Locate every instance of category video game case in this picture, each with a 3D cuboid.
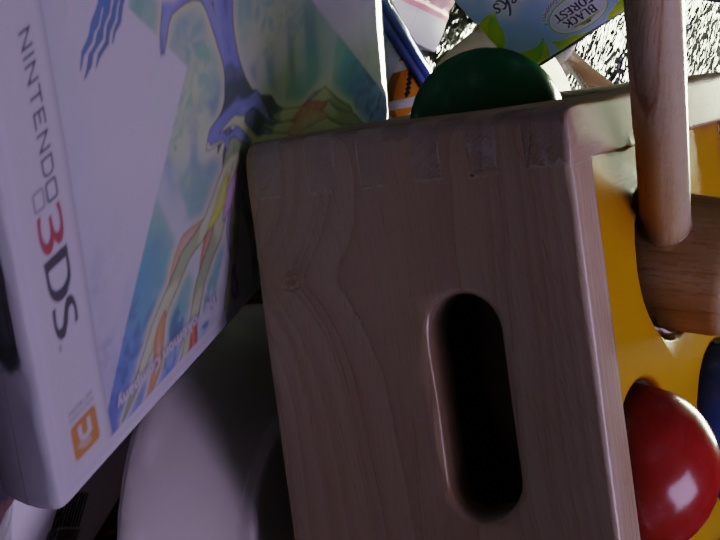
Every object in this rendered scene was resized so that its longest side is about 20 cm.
[{"bbox_3d":[-0.047,-0.065,0.603,0.200,0.022,0.183,-50,145,-46],"label":"video game case"}]

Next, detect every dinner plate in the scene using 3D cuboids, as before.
[{"bbox_3d":[-0.004,0.106,0.691,0.200,0.024,0.201,31,52,-49],"label":"dinner plate"}]

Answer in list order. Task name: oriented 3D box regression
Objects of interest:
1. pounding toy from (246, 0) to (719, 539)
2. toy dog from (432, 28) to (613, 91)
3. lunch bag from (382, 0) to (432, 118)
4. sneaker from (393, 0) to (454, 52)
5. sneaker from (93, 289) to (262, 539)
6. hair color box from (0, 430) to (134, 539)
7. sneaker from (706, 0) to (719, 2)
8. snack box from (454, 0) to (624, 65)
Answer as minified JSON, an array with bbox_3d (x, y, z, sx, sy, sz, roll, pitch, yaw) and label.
[{"bbox_3d":[0.064,0.006,0.653,0.184,0.142,0.200,-18,102,-62],"label":"pounding toy"},{"bbox_3d":[0.076,-0.071,1.038,0.200,0.132,0.096,-38,112,-40],"label":"toy dog"},{"bbox_3d":[-0.059,-0.069,0.741,0.160,0.076,0.200,-34,146,1],"label":"lunch bag"},{"bbox_3d":[-0.001,-0.151,0.874,0.105,0.075,0.200,-68,161,5],"label":"sneaker"},{"bbox_3d":[-0.083,0.092,0.736,0.200,0.075,0.088,-48,166,-35],"label":"sneaker"},{"bbox_3d":[-0.119,0.053,0.630,0.200,0.064,0.111,-61,155,-24],"label":"hair color box"},{"bbox_3d":[0.130,-0.224,0.986,0.202,0.077,0.146,37,56,-28],"label":"sneaker"},{"bbox_3d":[0.027,-0.191,0.727,0.200,0.068,0.169,44,39,-20],"label":"snack box"}]
